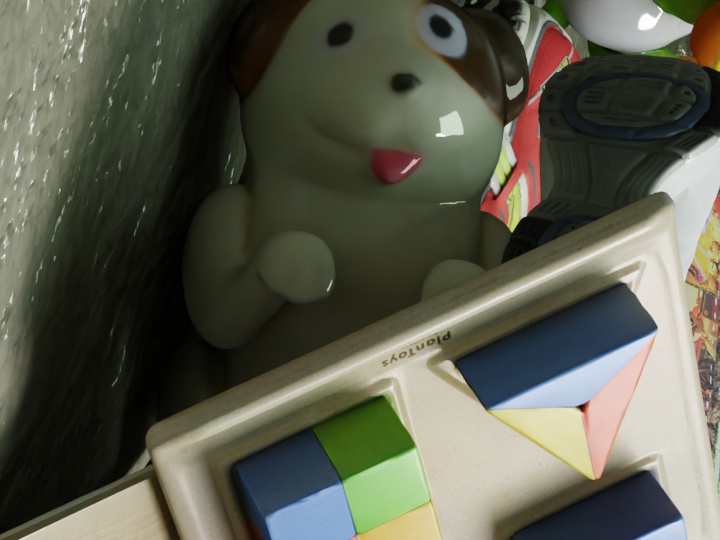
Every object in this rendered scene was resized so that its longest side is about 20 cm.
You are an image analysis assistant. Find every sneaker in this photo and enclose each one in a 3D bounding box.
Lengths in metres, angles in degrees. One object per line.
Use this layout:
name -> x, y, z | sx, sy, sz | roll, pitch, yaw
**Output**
sneaker -> 0.092, -0.011, 1.007 | 0.200, 0.074, 0.087 | -61, 158, -46
sneaker -> 0.051, -0.019, 1.148 | 0.085, 0.077, 0.201 | 35, 70, -31

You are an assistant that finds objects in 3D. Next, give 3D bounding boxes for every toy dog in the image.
toy dog -> 0.003, -0.009, 1.012 | 0.194, 0.139, 0.201 | -76, 176, -68

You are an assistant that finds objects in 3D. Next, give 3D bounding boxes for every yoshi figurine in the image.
yoshi figurine -> 0.090, -0.145, 1.235 | 0.112, 0.200, 0.112 | -41, 161, -4

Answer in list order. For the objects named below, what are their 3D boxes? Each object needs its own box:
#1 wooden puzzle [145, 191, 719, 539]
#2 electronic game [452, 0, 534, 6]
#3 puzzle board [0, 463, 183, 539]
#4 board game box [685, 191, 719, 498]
wooden puzzle -> 0.038, 0.083, 0.899 | 0.046, 0.185, 0.200 | 56, -13, 41
electronic game -> 0.038, -0.093, 1.357 | 0.200, 0.041, 0.201 | 21, 90, -75
puzzle board -> -0.068, 0.122, 0.902 | 0.200, 0.017, 0.151 | -24, 132, -41
board game box -> 0.138, 0.051, 1.260 | 0.097, 0.199, 0.160 | -26, -133, 49
